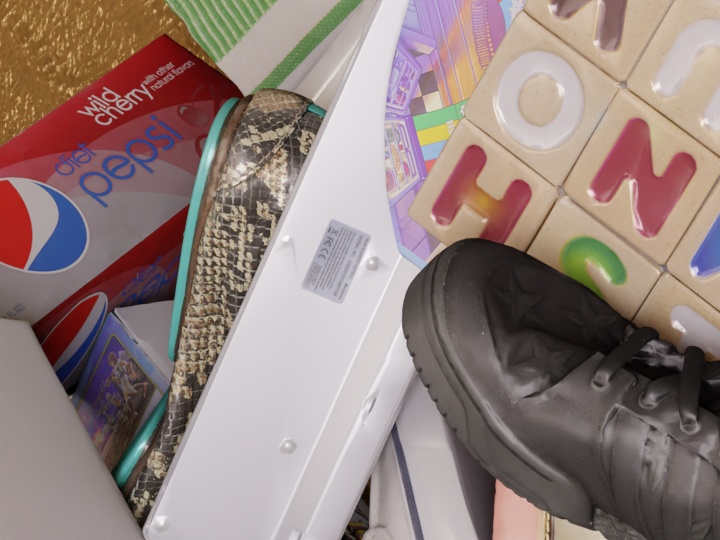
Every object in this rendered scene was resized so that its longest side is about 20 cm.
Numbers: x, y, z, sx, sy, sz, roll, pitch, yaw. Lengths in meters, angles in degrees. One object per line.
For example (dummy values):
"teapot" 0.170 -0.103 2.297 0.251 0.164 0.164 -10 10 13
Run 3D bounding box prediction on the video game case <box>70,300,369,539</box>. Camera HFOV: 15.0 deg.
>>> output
"video game case" -0.057 0.144 0.959 0.181 0.045 0.200 48 127 30

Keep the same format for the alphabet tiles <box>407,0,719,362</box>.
"alphabet tiles" 0.109 0.006 0.667 0.200 0.008 0.168 38 120 16

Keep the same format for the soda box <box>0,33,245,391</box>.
"soda box" -0.108 -0.005 0.957 0.063 0.200 0.070 34 130 12

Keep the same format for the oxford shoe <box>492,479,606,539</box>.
"oxford shoe" 0.085 0.017 0.778 0.074 0.071 0.201 0 89 38

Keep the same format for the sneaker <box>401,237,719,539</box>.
"sneaker" 0.107 0.048 0.636 0.200 0.060 0.104 47 132 3

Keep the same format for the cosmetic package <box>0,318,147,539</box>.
"cosmetic package" -0.153 0.147 0.802 0.199 0.123 0.200 -37 73 20

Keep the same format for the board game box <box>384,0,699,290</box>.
"board game box" 0.083 -0.039 0.714 0.200 0.039 0.158 36 108 27

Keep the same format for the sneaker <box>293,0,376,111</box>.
"sneaker" 0.022 -0.036 0.852 0.201 0.073 0.085 -66 33 26

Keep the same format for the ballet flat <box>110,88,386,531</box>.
"ballet flat" -0.038 0.040 0.855 0.068 0.075 0.201 -58 -8 -64

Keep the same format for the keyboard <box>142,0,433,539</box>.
"keyboard" 0.000 0.000 0.806 0.011 0.056 0.201 -89 22 -81

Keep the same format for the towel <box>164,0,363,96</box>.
"towel" -0.057 -0.163 0.943 0.200 0.023 0.153 50 140 0

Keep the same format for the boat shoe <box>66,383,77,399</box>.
"boat shoe" -0.098 0.053 1.063 0.072 0.060 0.202 -39 54 49

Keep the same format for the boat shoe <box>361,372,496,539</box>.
"boat shoe" 0.019 0.111 0.823 0.065 0.072 0.201 -21 55 12
